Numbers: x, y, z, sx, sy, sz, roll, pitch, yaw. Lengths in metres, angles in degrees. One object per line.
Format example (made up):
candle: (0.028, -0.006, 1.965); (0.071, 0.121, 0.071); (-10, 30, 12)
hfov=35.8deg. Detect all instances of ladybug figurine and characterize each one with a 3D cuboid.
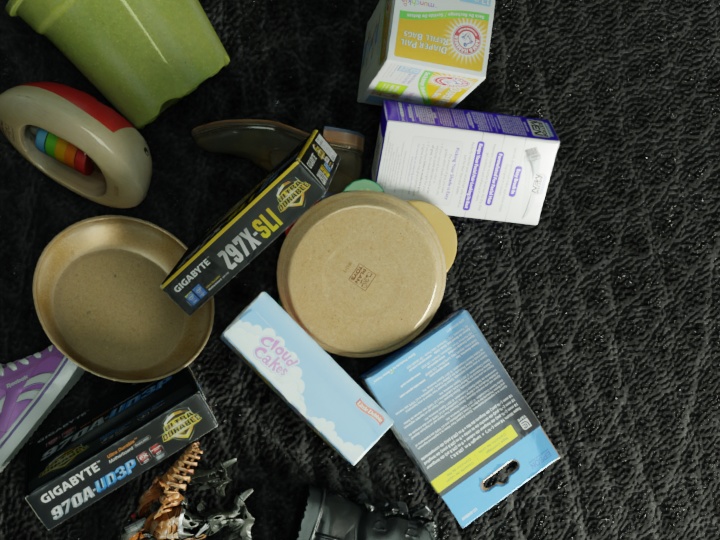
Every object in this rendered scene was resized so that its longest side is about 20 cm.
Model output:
ladybug figurine: (-0.307, -0.144, 1.210); (0.199, 0.136, 0.072); (30, 59, 7)

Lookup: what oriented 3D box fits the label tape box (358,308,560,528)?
label tape box: (0.111, 0.167, 1.276); (0.144, 0.063, 0.201); (-33, 91, -9)

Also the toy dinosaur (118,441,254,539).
toy dinosaur: (-0.188, 0.259, 1.181); (0.135, 0.200, 0.103); (-8, 67, -31)

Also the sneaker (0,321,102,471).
sneaker: (-0.375, 0.112, 1.210); (0.114, 0.073, 0.201); (40, 82, 0)

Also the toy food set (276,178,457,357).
toy food set: (0.000, 0.000, 1.257); (0.197, 0.049, 0.201); (18, 103, -9)

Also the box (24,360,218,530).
box: (-0.255, 0.174, 1.175); (0.199, 0.159, 0.046); (-31, 107, -8)

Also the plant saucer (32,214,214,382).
plant saucer: (-0.259, 0.035, 1.214); (0.199, 0.035, 0.201); (14, 56, -22)

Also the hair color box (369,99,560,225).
hair color box: (0.116, -0.123, 1.275); (0.198, 0.065, 0.110); (7, 121, -6)

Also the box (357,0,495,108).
box: (0.069, -0.246, 1.230); (0.112, 0.200, 0.102); (8, 85, -7)

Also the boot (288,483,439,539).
boot: (-0.008, 0.343, 1.247); (0.161, 0.073, 0.200); (18, 83, -10)

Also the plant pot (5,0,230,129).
plant pot: (-0.245, -0.263, 1.206); (0.200, 0.200, 0.185); (-37, 103, -9)

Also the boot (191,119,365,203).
boot: (-0.093, -0.115, 1.262); (0.198, 0.075, 0.098); (3, 83, -10)

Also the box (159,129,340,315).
box: (-0.112, -0.053, 1.179); (0.200, 0.160, 0.049); (-41, 102, 15)

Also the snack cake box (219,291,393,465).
snack cake box: (-0.062, 0.118, 1.229); (0.200, 0.115, 0.067); (45, 82, -2)
